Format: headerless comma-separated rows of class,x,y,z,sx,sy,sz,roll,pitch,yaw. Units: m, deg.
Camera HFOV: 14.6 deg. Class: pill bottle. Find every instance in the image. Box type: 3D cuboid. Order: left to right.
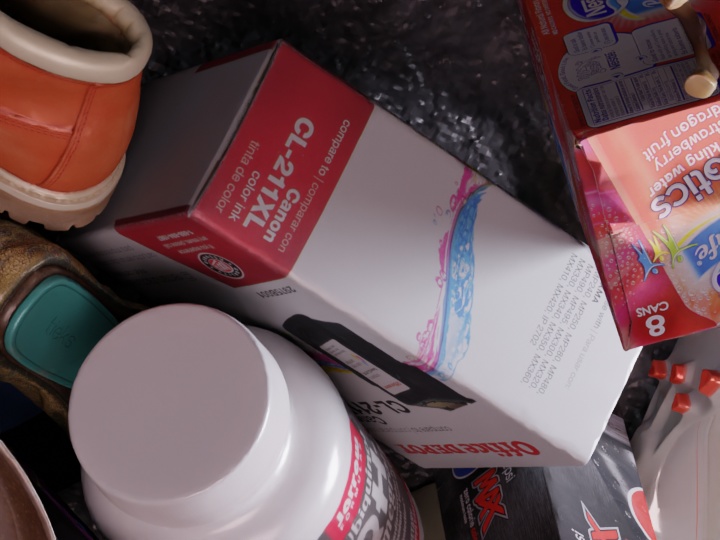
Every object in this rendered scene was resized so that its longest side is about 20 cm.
pill bottle,-0.048,0.088,1.138,0.110,0.111,0.200,-20,153,7

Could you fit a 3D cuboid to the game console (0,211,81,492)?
game console,-0.210,0.037,1.221,0.177,0.031,0.200,-30,117,11

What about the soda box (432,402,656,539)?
soda box,0.080,0.110,1.189,0.071,0.200,0.063,33,112,-21

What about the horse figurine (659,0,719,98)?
horse figurine,0.083,-0.140,1.003,0.200,0.133,0.050,27,129,-18

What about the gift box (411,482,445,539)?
gift box,0.001,0.242,1.266,0.200,0.187,0.185,-29,118,10

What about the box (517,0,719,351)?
box,0.124,-0.064,1.095,0.099,0.200,0.096,-15,117,2

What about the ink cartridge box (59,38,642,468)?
ink cartridge box,0.000,0.000,1.144,0.200,0.146,0.083,33,72,-21

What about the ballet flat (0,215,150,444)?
ballet flat,-0.119,0.031,1.162,0.071,0.071,0.200,-24,151,9

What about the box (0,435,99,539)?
box,-0.108,0.134,1.149,0.036,0.200,0.143,-42,140,-7

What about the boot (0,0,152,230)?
boot,-0.170,-0.105,1.071,0.200,0.075,0.107,28,143,-2

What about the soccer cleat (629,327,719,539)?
soccer cleat,0.162,0.074,1.258,0.077,0.069,0.200,15,124,-19

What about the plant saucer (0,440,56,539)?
plant saucer,-0.203,0.108,1.068,0.200,0.037,0.201,5,113,10
